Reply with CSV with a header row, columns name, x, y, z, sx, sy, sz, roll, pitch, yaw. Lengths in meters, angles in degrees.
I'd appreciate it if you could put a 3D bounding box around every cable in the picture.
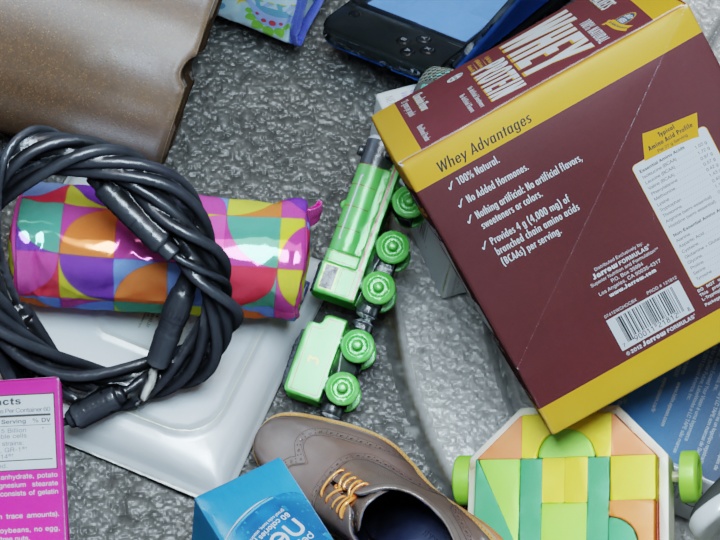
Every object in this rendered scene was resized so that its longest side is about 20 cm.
name,x,y,z,sx,sy,sz,roll,pitch,yaw
cable,-0.164,0.001,1.501,0.163,0.200,0.051,-14,24,8

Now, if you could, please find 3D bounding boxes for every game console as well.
name,x,y,z,sx,sy,sz,roll,pitch,yaw
game console,0.095,-0.221,1.703,0.171,0.118,0.200,24,43,26

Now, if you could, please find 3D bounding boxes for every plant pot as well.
name,x,y,z,sx,sy,sz,roll,pitch,yaw
plant pot,-0.203,-0.167,1.641,0.198,0.200,0.200,19,57,-3

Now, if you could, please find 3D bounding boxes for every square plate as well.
name,x,y,z,sx,sy,sz,roll,pitch,yaw
square plate,-0.141,0.035,1.607,0.198,0.028,0.200,21,57,6

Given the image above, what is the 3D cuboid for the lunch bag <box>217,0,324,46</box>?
name,x,y,z,sx,sy,sz,roll,pitch,yaw
lunch bag,-0.083,-0.278,1.752,0.170,0.127,0.200,19,52,6

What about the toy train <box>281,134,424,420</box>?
name,x,y,z,sx,sy,sz,roll,pitch,yaw
toy train,0.000,0.000,1.604,0.056,0.042,0.200,18,79,6

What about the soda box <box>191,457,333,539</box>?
name,x,y,z,sx,sy,sz,roll,pitch,yaw
soda box,-0.028,0.218,1.480,0.064,0.068,0.200,-25,64,-20

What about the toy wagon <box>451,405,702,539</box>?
name,x,y,z,sx,sy,sz,roll,pitch,yaw
toy wagon,0.132,0.183,1.505,0.155,0.040,0.200,-3,71,16

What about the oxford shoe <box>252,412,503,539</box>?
name,x,y,z,sx,sy,sz,roll,pitch,yaw
oxford shoe,0.004,0.138,1.508,0.200,0.073,0.071,28,86,31

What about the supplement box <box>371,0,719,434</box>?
name,x,y,z,sx,sy,sz,roll,pitch,yaw
supplement box,0.145,-0.046,1.509,0.197,0.133,0.200,-29,107,2

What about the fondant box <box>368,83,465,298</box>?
name,x,y,z,sx,sy,sz,roll,pitch,yaw
fondant box,0.124,-0.076,1.691,0.200,0.058,0.144,-15,60,-17

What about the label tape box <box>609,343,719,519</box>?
name,x,y,z,sx,sy,sz,roll,pitch,yaw
label tape box,0.259,0.101,1.592,0.200,0.066,0.143,23,59,5

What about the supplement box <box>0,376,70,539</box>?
name,x,y,z,sx,sy,sz,roll,pitch,yaw
supplement box,-0.223,0.175,1.465,0.103,0.101,0.200,-2,57,-7

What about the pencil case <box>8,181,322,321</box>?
name,x,y,z,sx,sy,sz,roll,pitch,yaw
pencil case,-0.126,-0.013,1.571,0.200,0.088,0.088,4,57,-3

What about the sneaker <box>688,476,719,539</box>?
name,x,y,z,sx,sy,sz,roll,pitch,yaw
sneaker,0.255,0.092,1.522,0.200,0.071,0.099,-31,65,-29

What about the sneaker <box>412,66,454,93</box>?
name,x,y,z,sx,sy,sz,roll,pitch,yaw
sneaker,0.124,-0.103,1.626,0.200,0.078,0.091,9,27,-23
